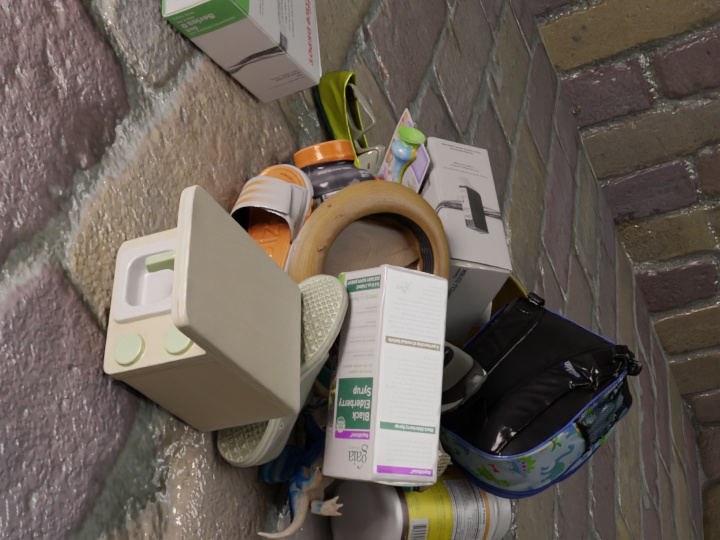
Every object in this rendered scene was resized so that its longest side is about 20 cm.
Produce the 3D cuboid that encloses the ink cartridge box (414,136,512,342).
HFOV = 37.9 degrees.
[{"bbox_3d":[0.102,-0.036,1.256,0.084,0.144,0.200,11,48,-17],"label":"ink cartridge box"}]

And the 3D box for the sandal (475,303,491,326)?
[{"bbox_3d":[0.154,-0.018,1.322,0.082,0.050,0.203,111,-18,-60],"label":"sandal"}]

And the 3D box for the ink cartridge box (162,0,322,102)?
[{"bbox_3d":[-0.130,-0.302,1.179,0.200,0.084,0.146,37,43,-55],"label":"ink cartridge box"}]

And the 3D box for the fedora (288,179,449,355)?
[{"bbox_3d":[0.000,0.000,1.095,0.201,0.082,0.201,-2,94,-33],"label":"fedora"}]

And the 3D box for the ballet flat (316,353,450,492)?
[{"bbox_3d":[0.020,0.137,1.094,0.200,0.075,0.068,50,-20,5],"label":"ballet flat"}]

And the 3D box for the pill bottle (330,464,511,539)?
[{"bbox_3d":[0.073,0.271,1.164,0.200,0.109,0.109,8,66,-40],"label":"pill bottle"}]

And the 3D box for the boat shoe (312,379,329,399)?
[{"bbox_3d":[-0.046,0.054,1.164,0.200,0.068,0.072,63,26,-25],"label":"boat shoe"}]

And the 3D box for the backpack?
[{"bbox_3d":[0.184,0.156,1.176,0.200,0.183,0.147,-37,135,-21],"label":"backpack"}]

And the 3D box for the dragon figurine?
[{"bbox_3d":[-0.059,0.206,1.045,0.200,0.099,0.059,-51,122,-42],"label":"dragon figurine"}]

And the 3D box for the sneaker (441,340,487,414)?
[{"bbox_3d":[0.058,0.094,1.138,0.074,0.200,0.079,-44,122,-16],"label":"sneaker"}]

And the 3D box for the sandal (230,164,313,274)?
[{"bbox_3d":[-0.100,-0.043,1.091,0.059,0.079,0.207,53,32,-45],"label":"sandal"}]

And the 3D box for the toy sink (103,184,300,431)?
[{"bbox_3d":[-0.143,0.039,0.901,0.200,0.112,0.130,49,33,-54],"label":"toy sink"}]

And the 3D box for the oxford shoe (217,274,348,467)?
[{"bbox_3d":[-0.071,0.096,1.001,0.200,0.075,0.058,-63,151,-7],"label":"oxford shoe"}]

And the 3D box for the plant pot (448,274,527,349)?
[{"bbox_3d":[0.109,0.083,1.367,0.200,0.142,0.200,17,46,-18],"label":"plant pot"}]

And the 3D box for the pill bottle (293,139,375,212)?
[{"bbox_3d":[-0.022,-0.050,1.239,0.106,0.106,0.200,-5,80,-67],"label":"pill bottle"}]

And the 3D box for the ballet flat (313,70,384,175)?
[{"bbox_3d":[-0.005,-0.172,1.404,0.067,0.067,0.200,-25,98,-67],"label":"ballet flat"}]

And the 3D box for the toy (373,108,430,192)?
[{"bbox_3d":[0.023,-0.092,1.305,0.047,0.200,0.115,8,38,-23],"label":"toy"}]

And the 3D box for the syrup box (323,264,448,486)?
[{"bbox_3d":[0.024,0.102,1.002,0.081,0.079,0.200,13,77,-34],"label":"syrup box"}]
